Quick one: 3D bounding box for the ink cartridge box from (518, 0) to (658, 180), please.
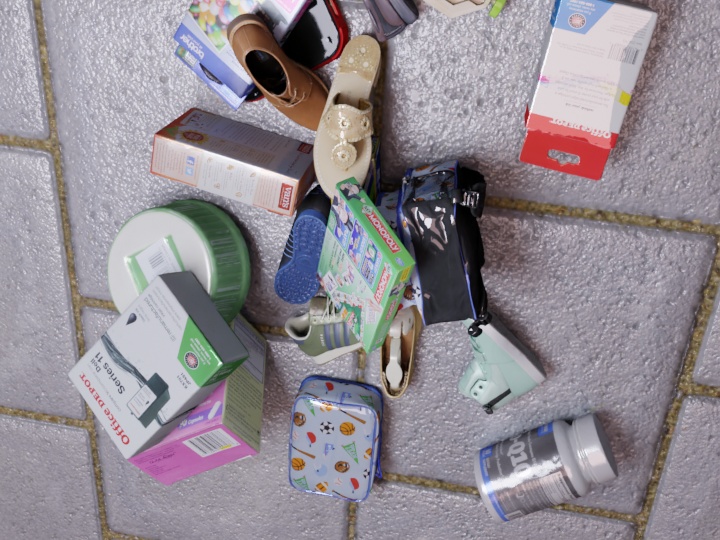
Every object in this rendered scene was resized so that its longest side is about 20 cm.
[{"bbox_3d":[0.271,-0.227,0.896,0.113,0.068,0.205,14,116,4],"label":"ink cartridge box"}]

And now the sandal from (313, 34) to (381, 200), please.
[{"bbox_3d":[-0.018,-0.199,0.898,0.075,0.070,0.218,9,79,9],"label":"sandal"}]

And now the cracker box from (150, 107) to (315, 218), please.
[{"bbox_3d":[-0.162,-0.147,0.975,0.194,0.135,0.059,17,118,2],"label":"cracker box"}]

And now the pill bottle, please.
[{"bbox_3d":[0.281,0.298,1.112,0.196,0.114,0.115,-27,108,20],"label":"pill bottle"}]

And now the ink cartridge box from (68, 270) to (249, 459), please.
[{"bbox_3d":[-0.267,0.123,0.962,0.200,0.083,0.147,-44,80,15],"label":"ink cartridge box"}]

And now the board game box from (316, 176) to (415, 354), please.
[{"bbox_3d":[0.000,0.000,0.915,0.136,0.029,0.202,54,153,22],"label":"board game box"}]

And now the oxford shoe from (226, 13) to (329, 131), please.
[{"bbox_3d":[-0.093,-0.227,0.920,0.071,0.072,0.199,-35,140,16],"label":"oxford shoe"}]

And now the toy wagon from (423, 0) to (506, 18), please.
[{"bbox_3d":[0.135,-0.405,0.855,0.153,0.040,0.202,30,116,-5],"label":"toy wagon"}]

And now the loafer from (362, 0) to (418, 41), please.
[{"bbox_3d":[-0.010,-0.369,0.883,0.062,0.072,0.201,-33,108,27],"label":"loafer"}]

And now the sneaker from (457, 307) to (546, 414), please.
[{"bbox_3d":[0.169,0.125,1.071,0.118,0.074,0.200,-41,105,17],"label":"sneaker"}]

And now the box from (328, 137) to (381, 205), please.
[{"bbox_3d":[-0.004,-0.075,1.002,0.062,0.071,0.205,2,123,7],"label":"box"}]

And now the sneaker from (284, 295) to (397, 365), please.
[{"bbox_3d":[-0.037,0.071,1.063,0.089,0.068,0.199,38,135,-19],"label":"sneaker"}]

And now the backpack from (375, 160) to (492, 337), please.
[{"bbox_3d":[0.097,-0.044,0.946,0.149,0.192,0.205,0,119,16],"label":"backpack"}]

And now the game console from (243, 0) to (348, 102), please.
[{"bbox_3d":[-0.123,-0.342,0.941,0.173,0.031,0.204,-19,109,24],"label":"game console"}]

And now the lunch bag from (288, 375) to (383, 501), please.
[{"bbox_3d":[-0.037,0.277,1.185,0.155,0.076,0.206,7,115,4],"label":"lunch bag"}]

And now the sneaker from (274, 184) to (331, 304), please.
[{"bbox_3d":[-0.075,-0.034,1.055,0.068,0.079,0.202,22,138,-3],"label":"sneaker"}]

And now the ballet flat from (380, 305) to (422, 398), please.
[{"bbox_3d":[0.058,0.100,1.089,0.066,0.063,0.206,3,115,11],"label":"ballet flat"}]

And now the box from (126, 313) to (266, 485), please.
[{"bbox_3d":[-0.241,0.188,1.099,0.172,0.204,0.097,-22,134,20],"label":"box"}]

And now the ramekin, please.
[{"bbox_3d":[-0.265,0.001,1.047,0.194,0.097,0.207,1,95,16],"label":"ramekin"}]

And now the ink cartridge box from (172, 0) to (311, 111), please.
[{"bbox_3d":[-0.156,-0.312,0.927,0.119,0.042,0.200,40,122,-6],"label":"ink cartridge box"}]
